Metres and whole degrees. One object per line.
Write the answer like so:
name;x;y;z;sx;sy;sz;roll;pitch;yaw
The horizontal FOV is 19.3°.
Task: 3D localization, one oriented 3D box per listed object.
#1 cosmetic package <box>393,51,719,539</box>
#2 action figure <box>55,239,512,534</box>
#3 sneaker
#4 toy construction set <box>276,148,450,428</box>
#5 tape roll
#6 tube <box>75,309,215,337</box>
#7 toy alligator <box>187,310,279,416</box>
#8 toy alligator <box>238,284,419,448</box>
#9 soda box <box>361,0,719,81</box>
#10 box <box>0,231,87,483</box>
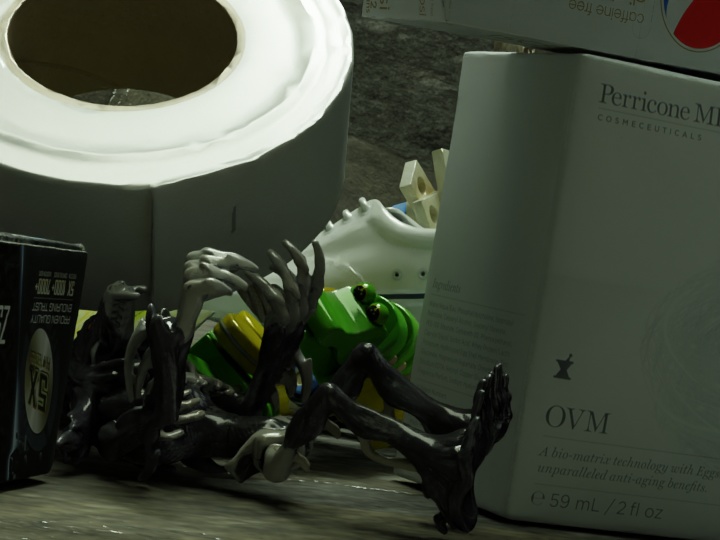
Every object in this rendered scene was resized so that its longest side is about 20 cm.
cosmetic package;0.141;0.015;0.965;0.198;0.201;0.123;8;0;-24
action figure;-0.042;0.037;0.822;0.199;0.103;0.119;11;12;12
sneaker;0.000;0.000;1.100;0.199;0.071;0.073;1;-8;19
toy construction set;-0.002;0.014;1.187;0.199;0.132;0.092;-23;-34;38
tape roll;-0.103;-0.074;0.919;0.201;0.071;0.203;3;42;-3
tube;-0.138;0.038;1.029;0.052;0.058;0.200;13;-3;-27
toy alligator;-0.060;0.058;1.023;0.054;0.059;0.200;49;3;3
toy alligator;-0.003;0.031;0.990;0.059;0.054;0.200;58;2;28
soda box;0.103;-0.123;0.913;0.199;0.064;0.068;5;5;-33
box;-0.201;0.017;0.691;0.163;0.087;0.200;10;0;10
